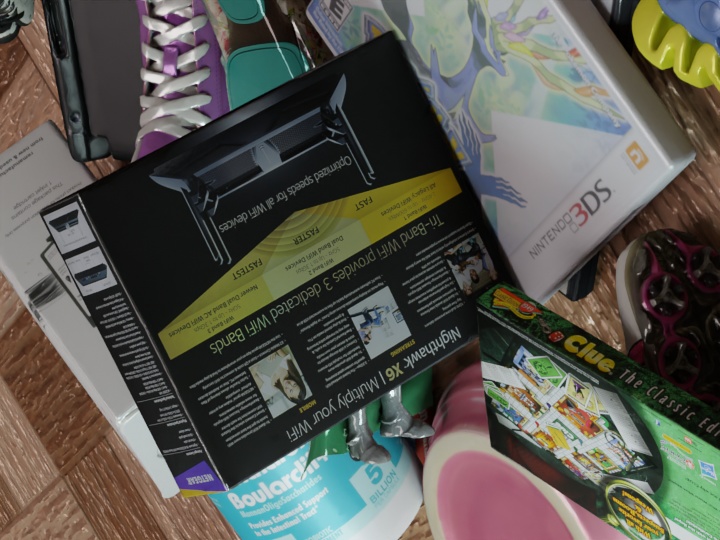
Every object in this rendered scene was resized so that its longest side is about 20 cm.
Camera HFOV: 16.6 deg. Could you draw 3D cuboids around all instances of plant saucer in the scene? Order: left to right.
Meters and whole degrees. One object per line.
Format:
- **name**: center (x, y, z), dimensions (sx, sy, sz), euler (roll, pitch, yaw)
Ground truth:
- **plant saucer**: center (0.101, 0.144, 1.352), dimensions (0.200, 0.051, 0.201), euler (36, 140, 37)

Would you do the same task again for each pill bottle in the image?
- **pill bottle**: center (-0.057, 0.075, 1.392), dimensions (0.200, 0.111, 0.111), euler (53, 153, -21)

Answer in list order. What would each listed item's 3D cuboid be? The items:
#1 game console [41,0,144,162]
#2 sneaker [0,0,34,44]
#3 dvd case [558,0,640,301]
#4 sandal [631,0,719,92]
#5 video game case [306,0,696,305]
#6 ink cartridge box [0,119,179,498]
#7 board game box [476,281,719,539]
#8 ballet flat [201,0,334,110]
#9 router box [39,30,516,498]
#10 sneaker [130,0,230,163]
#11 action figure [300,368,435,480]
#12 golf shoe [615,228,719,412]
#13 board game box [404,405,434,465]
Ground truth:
- **game console**: center (-0.135, -0.172, 1.478), dimensions (0.176, 0.116, 0.201), euler (-109, 12, -56)
- **sneaker**: center (-0.227, -0.175, 1.509), dimensions (0.200, 0.075, 0.088), euler (-97, -10, -65)
- **dvd case**: center (0.074, -0.096, 1.227), dimensions (0.143, 0.017, 0.201), euler (40, 143, 32)
- **sandal**: center (0.189, -0.098, 1.000), dimensions (0.200, 0.079, 0.088), euler (33, 136, 37)
- **video game case**: center (0.062, -0.094, 1.206), dimensions (0.201, 0.022, 0.182), euler (56, 150, 9)
- **ink cartridge box**: center (-0.157, 0.026, 1.550), dimensions (0.200, 0.084, 0.146), euler (51, 172, 24)
- **board game box**: center (0.135, 0.090, 1.143), dimensions (0.200, 0.023, 0.105), euler (33, 144, 34)
- **ballet flat**: center (-0.046, -0.137, 1.329), dimensions (0.075, 0.064, 0.201), euler (2, 118, 38)
- **router box**: center (-0.035, -0.005, 1.209), dimensions (0.052, 0.199, 0.158), euler (-17, 100, 59)
- **sneaker**: center (-0.096, -0.105, 1.368), dimensions (0.072, 0.114, 0.201), euler (0, 123, 26)
- **action figure**: center (0.000, 0.000, 1.319), dimensions (0.054, 0.118, 0.201), euler (4, 111, 35)
- **golf shoe**: center (0.160, 0.076, 1.186), dimensions (0.092, 0.072, 0.201), euler (-6, 109, 57)
- **board game box**: center (-0.028, 0.041, 1.491), dimensions (0.200, 0.019, 0.103), euler (31, 140, 41)
